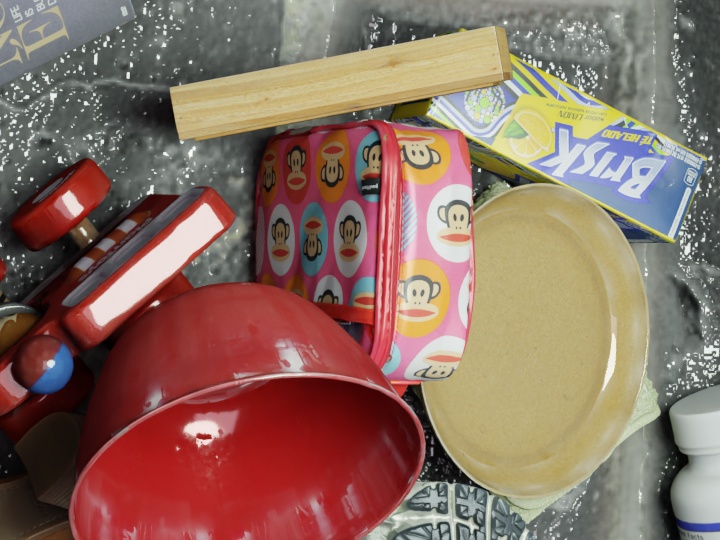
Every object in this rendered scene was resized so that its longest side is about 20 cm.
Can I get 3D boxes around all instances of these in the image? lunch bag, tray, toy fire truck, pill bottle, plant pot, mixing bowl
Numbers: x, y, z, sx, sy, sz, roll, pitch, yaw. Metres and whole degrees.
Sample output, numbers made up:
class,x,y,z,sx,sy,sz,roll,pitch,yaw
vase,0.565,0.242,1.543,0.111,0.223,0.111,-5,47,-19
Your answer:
class,x,y,z,sx,sy,sz,roll,pitch,yaw
lunch bag,0.000,0.000,1.294,0.081,0.200,0.178,1,90,-24
tray,-0.009,-0.114,1.298,0.198,0.099,0.037,-11,94,9
toy fire truck,-0.173,0.021,1.246,0.200,0.168,0.112,-41,103,-15
pill bottle,0.275,0.180,1.441,0.111,0.112,0.202,-18,96,-19
plant pot,0.107,0.045,1.364,0.199,0.027,0.202,-2,93,-37
mixing bowl,-0.073,0.079,1.183,0.198,0.201,0.109,-2,49,-20

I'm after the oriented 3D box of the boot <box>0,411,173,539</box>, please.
class,x,y,z,sx,sy,sz,roll,pitch,yaw
boot,-0.186,0.161,1.295,0.200,0.077,0.155,-41,144,17

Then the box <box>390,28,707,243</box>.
class,x,y,z,sx,sy,sz,roll,pitch,yaw
box,0.126,-0.086,1.405,0.199,0.070,0.065,25,82,-18

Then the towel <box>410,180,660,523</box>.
class,x,y,z,sx,sy,sz,roll,pitch,yaw
towel,0.104,0.056,1.417,0.148,0.036,0.201,-40,103,-16

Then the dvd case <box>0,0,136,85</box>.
class,x,y,z,sx,sy,sz,roll,pitch,yaw
dvd case,-0.241,-0.173,1.265,0.199,0.016,0.150,-29,128,-17

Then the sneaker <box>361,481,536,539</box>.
class,x,y,z,sx,sy,sz,roll,pitch,yaw
sneaker,0.024,0.163,1.361,0.199,0.086,0.078,23,81,-10
